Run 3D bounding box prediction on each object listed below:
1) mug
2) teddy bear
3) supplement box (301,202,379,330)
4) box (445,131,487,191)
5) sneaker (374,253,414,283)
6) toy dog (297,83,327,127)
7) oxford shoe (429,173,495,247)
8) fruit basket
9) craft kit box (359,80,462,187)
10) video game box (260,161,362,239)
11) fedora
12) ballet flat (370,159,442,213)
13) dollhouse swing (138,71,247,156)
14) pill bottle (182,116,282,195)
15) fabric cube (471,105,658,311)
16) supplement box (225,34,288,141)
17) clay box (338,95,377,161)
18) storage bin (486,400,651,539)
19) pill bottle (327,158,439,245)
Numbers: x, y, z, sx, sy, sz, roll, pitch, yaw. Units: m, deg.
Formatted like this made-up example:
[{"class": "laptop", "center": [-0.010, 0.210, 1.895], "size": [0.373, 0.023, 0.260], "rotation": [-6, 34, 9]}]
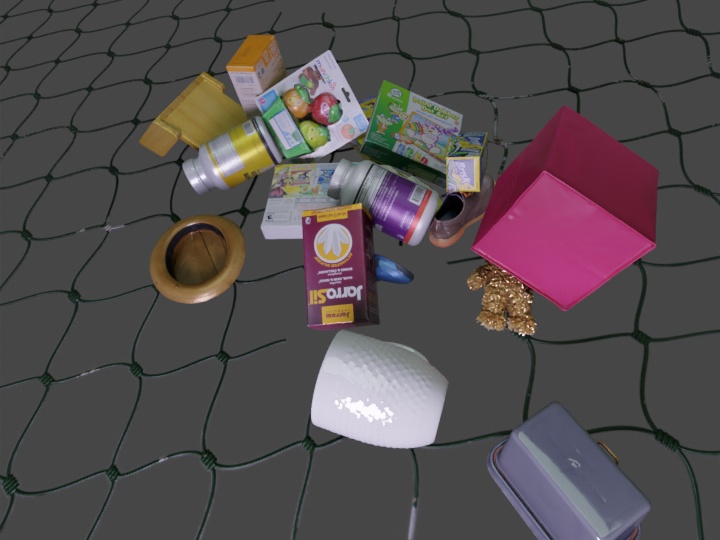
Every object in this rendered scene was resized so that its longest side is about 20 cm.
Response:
[{"class": "mug", "center": [0.043, 0.172, 0.800], "size": [0.174, 0.149, 0.200], "rotation": [15, 27, 12]}, {"class": "teddy bear", "center": [0.255, 0.020, 0.913], "size": [0.144, 0.067, 0.201], "rotation": [18, 59, 18]}, {"class": "supplement box", "center": [-0.034, -0.003, 0.908], "size": [0.109, 0.086, 0.202], "rotation": [-7, 79, 12]}, {"class": "box", "center": [0.213, -0.218, 1.041], "size": [0.064, 0.071, 0.200], "rotation": [2, 27, 18]}, {"class": "sneaker", "center": [0.000, 0.000, 0.978], "size": [0.199, 0.066, 0.079], "rotation": [20, 83, 16]}, {"class": "toy dog", "center": [-0.112, -0.417, 1.251], "size": [0.131, 0.096, 0.201], "rotation": [-19, 49, 24]}, {"class": "oxford shoe", "center": [0.206, -0.133, 1.029], "size": [0.071, 0.073, 0.200], "rotation": [27, 62, 26]}, {"class": "fruit basket", "center": [-0.106, -0.340, 1.145], "size": [0.199, 0.186, 0.094], "rotation": [-25, 15, 19]}, {"class": "craft kit box", "center": [0.115, -0.295, 1.132], "size": [0.199, 0.049, 0.199], "rotation": [20, 54, -9]}, {"class": "video game box", "center": [-0.095, -0.148, 1.104], "size": [0.198, 0.047, 0.183], "rotation": [0, 56, 8]}, {"class": "fedora", "center": [-0.303, -0.014, 1.014], "size": [0.199, 0.082, 0.202], "rotation": [-3, 59, 4]}, {"class": "ballet flat", "center": [0.085, -0.172, 1.081], "size": [0.199, 0.067, 0.067], "rotation": [33, 64, 28]}, {"class": "dollhouse swing", "center": [-0.395, -0.348, 1.306], "size": [0.181, 0.176, 0.201], "rotation": [-17, 37, 52]}, {"class": "pill bottle", "center": [-0.281, -0.245, 1.156], "size": [0.199, 0.112, 0.112], "rotation": [-27, 54, 1]}, {"class": "fabric cube", "center": [0.330, -0.097, 0.854], "size": [0.195, 0.200, 0.200], "rotation": [33, 50, -4]}, {"class": "supplement box", "center": [-0.222, -0.421, 1.229], "size": [0.073, 0.201, 0.127], "rotation": [8, 56, 18]}, {"class": "clay box", "center": [0.034, -0.314, 1.206], "size": [0.114, 0.048, 0.200], "rotation": [-28, 54, -13]}, {"class": "storage bin", "center": [0.277, 0.269, 0.684], "size": [0.145, 0.135, 0.200], "rotation": [-29, 56, -13]}, {"class": "pill bottle", "center": [0.042, -0.134, 0.999], "size": [0.199, 0.113, 0.113], "rotation": [25, 59, 2]}]
